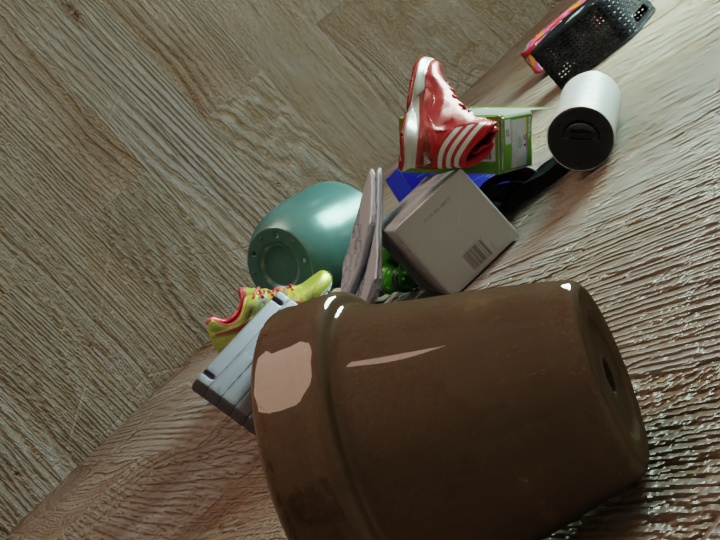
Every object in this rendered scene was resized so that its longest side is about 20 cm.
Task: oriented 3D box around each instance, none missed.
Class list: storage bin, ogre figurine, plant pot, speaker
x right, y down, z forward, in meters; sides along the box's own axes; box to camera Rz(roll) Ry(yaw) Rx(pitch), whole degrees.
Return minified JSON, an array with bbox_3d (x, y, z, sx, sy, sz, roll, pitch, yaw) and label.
[{"bbox_3d":[0.424,-0.438,2.183,0.200,0.094,0.135,-34,11,46],"label":"storage bin"},{"bbox_3d":[0.066,-0.046,1.701,0.120,0.098,0.200,-42,49,54],"label":"ogre figurine"},{"bbox_3d":[0.060,0.086,0.670,0.175,0.200,0.200,-22,13,19],"label":"plant pot"},{"bbox_3d":[0.281,-0.189,1.482,0.081,0.081,0.200,-39,8,24],"label":"speaker"},{"bbox_3d":[-0.082,-0.025,1.868,0.201,0.201,0.161,-37,-7,37],"label":"plant pot"}]

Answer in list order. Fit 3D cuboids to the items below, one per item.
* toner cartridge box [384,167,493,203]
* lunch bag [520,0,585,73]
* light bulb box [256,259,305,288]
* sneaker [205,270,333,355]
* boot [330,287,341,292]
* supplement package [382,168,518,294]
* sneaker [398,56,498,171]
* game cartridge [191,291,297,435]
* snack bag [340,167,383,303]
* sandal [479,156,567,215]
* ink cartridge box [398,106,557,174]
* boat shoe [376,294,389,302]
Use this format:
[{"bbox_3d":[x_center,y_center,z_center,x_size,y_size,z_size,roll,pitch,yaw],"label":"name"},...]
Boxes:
[{"bbox_3d":[0.139,-0.133,1.675,0.200,0.095,0.043,-28,-4,-32],"label":"toner cartridge box"},{"bbox_3d":[0.453,-0.521,2.621,0.200,0.082,0.176,-38,4,22],"label":"lunch bag"},{"bbox_3d":[-0.063,-0.003,2.091,0.198,0.125,0.200,-41,6,8],"label":"light bulb box"},{"bbox_3d":[-0.129,0.051,1.676,0.200,0.090,0.078,-35,7,-6],"label":"sneaker"},{"bbox_3d":[-0.057,0.089,1.722,0.155,0.072,0.200,-42,6,-20],"label":"boot"},{"bbox_3d":[0.100,-0.048,1.499,0.114,0.110,0.200,-43,7,-4],"label":"supplement package"},{"bbox_3d":[0.112,-0.186,1.464,0.078,0.115,0.200,93,-174,-48],"label":"sneaker"},{"bbox_3d":[-0.112,0.125,1.552,0.200,0.130,0.038,-48,-5,-43],"label":"game cartridge"},{"bbox_3d":[0.000,0.000,1.530,0.189,0.021,0.200,109,167,-47],"label":"snack bag"},{"bbox_3d":[0.202,-0.114,1.597,0.200,0.048,0.075,-36,9,36],"label":"sandal"},{"bbox_3d":[0.164,-0.177,1.589,0.148,0.076,0.200,4,12,31],"label":"ink cartridge box"},{"bbox_3d":[0.053,-0.026,1.814,0.200,0.072,0.060,-52,14,-27],"label":"boat shoe"}]
